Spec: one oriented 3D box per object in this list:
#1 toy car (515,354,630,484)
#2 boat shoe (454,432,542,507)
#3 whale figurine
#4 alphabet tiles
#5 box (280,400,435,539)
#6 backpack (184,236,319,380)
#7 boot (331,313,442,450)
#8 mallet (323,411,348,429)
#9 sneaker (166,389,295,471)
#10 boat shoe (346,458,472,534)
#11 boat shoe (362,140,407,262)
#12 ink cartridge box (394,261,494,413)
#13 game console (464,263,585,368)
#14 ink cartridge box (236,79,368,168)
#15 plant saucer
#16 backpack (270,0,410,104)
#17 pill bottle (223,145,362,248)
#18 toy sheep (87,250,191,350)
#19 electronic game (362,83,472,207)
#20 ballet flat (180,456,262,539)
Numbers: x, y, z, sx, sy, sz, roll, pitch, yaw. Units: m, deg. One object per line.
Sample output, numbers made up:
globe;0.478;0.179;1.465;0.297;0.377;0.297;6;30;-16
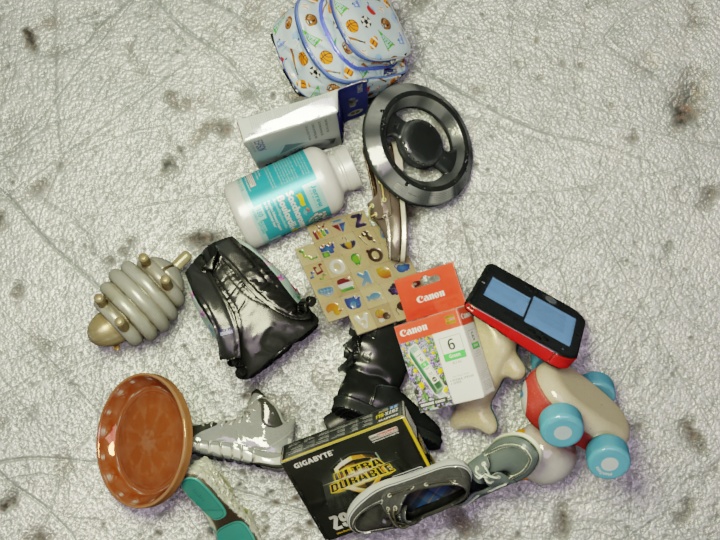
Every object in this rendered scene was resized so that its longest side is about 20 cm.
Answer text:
toy car;0.276;0.246;1.579;0.177;0.184;0.200;34;117;-16
boat shoe;0.189;0.297;1.547;0.073;0.200;0.062;50;48;1
whale figurine;0.181;0.144;1.618;0.159;0.104;0.200;1;96;27
alphabet tiles;0.000;0.000;1.638;0.166;0.006;0.200;-17;66;-20
box;0.006;0.298;1.567;0.200;0.049;0.160;-22;114;11
backpack;-0.179;0.050;1.618;0.167;0.127;0.200;-38;84;-13
boot;0.055;0.168;1.621;0.198;0.073;0.163;25;63;-14
mallet;0.005;0.300;1.630;0.066;0.041;0.200;-21;87;-3
sneaker;-0.194;0.234;1.629;0.200;0.075;0.116;12;74;-2
boat shoe;0.070;0.336;1.520;0.200;0.066;0.070;-23;112;11
boat shoe;0.039;-0.107;1.656;0.059;0.072;0.200;-3;74;-5
ink cartridge box;0.113;0.099;1.560;0.109;0.050;0.200;-18;88;28
game console;0.249;0.063;1.581;0.177;0.200;0.031;34;113;4
ink cartridge box;-0.077;-0.217;1.613;0.200;0.200;0.041;-19;84;0
plant saucer;-0.321;0.255;1.596;0.200;0.032;0.200;-8;76;37
backpack;-0.032;-0.348;1.627;0.190;0.154;0.200;-24;81;-36
pill bottle;-0.102;-0.121;1.645;0.200;0.111;0.111;-25;83;-2
toy sheep;-0.333;0.042;1.619;0.200;0.138;0.138;-40;84;-13
electronic game;0.091;-0.195;1.649;0.200;0.042;0.200;9;72;-29
ballet flat;-0.197;0.362;1.601;0.072;0.072;0.200;-31;107;-3
